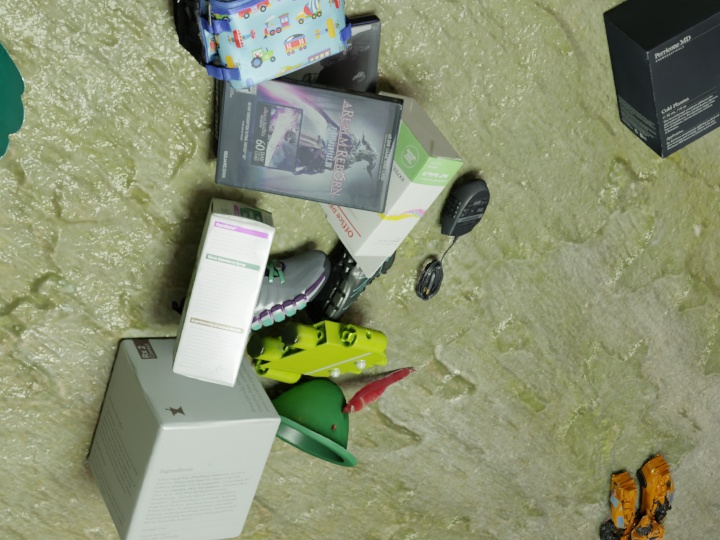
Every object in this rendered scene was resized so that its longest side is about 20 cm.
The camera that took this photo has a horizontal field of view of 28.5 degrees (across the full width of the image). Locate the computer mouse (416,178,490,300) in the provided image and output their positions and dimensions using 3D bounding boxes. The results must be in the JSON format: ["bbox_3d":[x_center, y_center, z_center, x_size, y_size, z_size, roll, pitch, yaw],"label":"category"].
[{"bbox_3d":[0.115,-0.043,1.876,0.058,0.034,0.201,-11,137,-46],"label":"computer mouse"}]

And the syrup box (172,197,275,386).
[{"bbox_3d":[-0.162,0.024,1.672,0.081,0.079,0.202,14,104,-11],"label":"syrup box"}]

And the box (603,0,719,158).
[{"bbox_3d":[0.432,-0.280,1.822,0.199,0.104,0.183,-29,136,-9],"label":"box"}]

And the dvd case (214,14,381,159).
[{"bbox_3d":[-0.073,-0.209,1.626,0.198,0.025,0.151,-13,131,-22],"label":"dvd case"}]

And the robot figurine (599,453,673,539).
[{"bbox_3d":[0.480,0.411,2.437,0.144,0.058,0.201,-22,133,-14],"label":"robot figurine"}]

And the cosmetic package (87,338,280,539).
[{"bbox_3d":[-0.224,0.212,1.770,0.164,0.165,0.201,1,125,-32],"label":"cosmetic package"}]

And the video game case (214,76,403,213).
[{"bbox_3d":[-0.060,-0.144,1.583,0.198,0.019,0.144,11,124,1],"label":"video game case"}]

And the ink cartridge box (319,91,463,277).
[{"bbox_3d":[0.017,-0.097,1.681,0.067,0.117,0.200,1,135,-48],"label":"ink cartridge box"}]

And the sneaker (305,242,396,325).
[{"bbox_3d":[0.000,0.000,1.803,0.079,0.076,0.201,12,118,-40],"label":"sneaker"}]

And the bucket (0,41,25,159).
[{"bbox_3d":[-0.432,-0.187,1.344,0.205,0.135,0.209,-16,131,-20],"label":"bucket"}]

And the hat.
[{"bbox_3d":[-0.041,0.153,1.910,0.177,0.164,0.200,-63,166,-15],"label":"hat"}]

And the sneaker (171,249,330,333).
[{"bbox_3d":[-0.132,0.022,1.743,0.199,0.075,0.088,-33,130,-3],"label":"sneaker"}]

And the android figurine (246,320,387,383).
[{"bbox_3d":[-0.048,0.106,1.830,0.181,0.041,0.199,-20,156,34],"label":"android figurine"}]

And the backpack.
[{"bbox_3d":[-0.107,-0.314,1.446,0.181,0.135,0.201,-20,130,-18],"label":"backpack"}]
